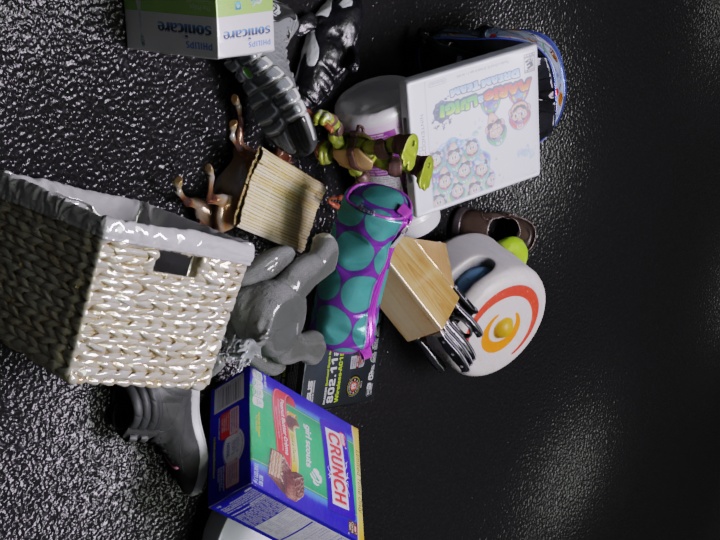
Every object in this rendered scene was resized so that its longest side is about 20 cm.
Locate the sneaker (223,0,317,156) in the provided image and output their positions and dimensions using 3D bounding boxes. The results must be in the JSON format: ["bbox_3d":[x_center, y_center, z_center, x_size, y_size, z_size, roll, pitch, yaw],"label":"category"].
[{"bbox_3d":[-0.089,-0.238,1.342,0.200,0.075,0.116,57,48,-20],"label":"sneaker"}]

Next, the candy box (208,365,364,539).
[{"bbox_3d":[-0.087,0.237,1.411,0.200,0.077,0.170,37,34,-37],"label":"candy box"}]

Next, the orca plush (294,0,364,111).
[{"bbox_3d":[-0.039,-0.255,1.423,0.200,0.071,0.105,-54,136,-24],"label":"orca plush"}]

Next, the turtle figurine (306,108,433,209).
[{"bbox_3d":[0.007,-0.135,1.426,0.065,0.161,0.200,-61,145,-30],"label":"turtle figurine"}]

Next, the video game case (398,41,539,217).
[{"bbox_3d":[0.143,-0.179,1.488,0.199,0.024,0.183,-20,121,-24],"label":"video game case"}]

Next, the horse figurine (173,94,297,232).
[{"bbox_3d":[-0.151,-0.102,1.347,0.200,0.050,0.133,-63,153,-28],"label":"horse figurine"}]

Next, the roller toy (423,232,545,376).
[{"bbox_3d":[0.168,0.054,1.684,0.182,0.140,0.201,-2,121,-39],"label":"roller toy"}]

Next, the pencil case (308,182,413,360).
[{"bbox_3d":[0.000,0.000,1.404,0.085,0.092,0.201,-22,134,-52],"label":"pencil case"}]

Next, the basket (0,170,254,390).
[{"bbox_3d":[-0.252,0.010,1.158,0.198,0.200,0.161,10,99,-51],"label":"basket"}]

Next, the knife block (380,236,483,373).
[{"bbox_3d":[0.073,0.050,1.514,0.200,0.064,0.176,8,66,-46],"label":"knife block"}]

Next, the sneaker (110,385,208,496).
[{"bbox_3d":[-0.234,0.186,1.341,0.099,0.071,0.201,-20,124,-30],"label":"sneaker"}]

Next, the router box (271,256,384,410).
[{"bbox_3d":[-0.039,0.080,1.536,0.150,0.062,0.201,-5,105,-48],"label":"router box"}]

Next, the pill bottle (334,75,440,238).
[{"bbox_3d":[0.043,-0.143,1.526,0.112,0.112,0.200,-45,132,-32],"label":"pill bottle"}]

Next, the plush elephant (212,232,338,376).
[{"bbox_3d":[-0.141,0.041,1.347,0.200,0.154,0.165,-30,133,-50],"label":"plush elephant"}]

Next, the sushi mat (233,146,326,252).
[{"bbox_3d":[-0.095,-0.081,1.411,0.200,0.012,0.096,23,86,-69],"label":"sushi mat"}]

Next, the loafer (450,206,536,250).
[{"bbox_3d":[0.217,-0.052,1.796,0.200,0.071,0.073,3,100,-51],"label":"loafer"}]

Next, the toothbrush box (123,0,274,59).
[{"bbox_3d":[-0.169,-0.324,1.187,0.086,0.145,0.201,-19,115,-46],"label":"toothbrush box"}]

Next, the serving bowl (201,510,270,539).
[{"bbox_3d":[-0.134,0.339,1.502,0.200,0.066,0.201,-19,115,-45],"label":"serving bowl"}]

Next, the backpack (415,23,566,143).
[{"bbox_3d":[0.186,-0.246,1.604,0.154,0.190,0.201,-46,135,-53],"label":"backpack"}]
